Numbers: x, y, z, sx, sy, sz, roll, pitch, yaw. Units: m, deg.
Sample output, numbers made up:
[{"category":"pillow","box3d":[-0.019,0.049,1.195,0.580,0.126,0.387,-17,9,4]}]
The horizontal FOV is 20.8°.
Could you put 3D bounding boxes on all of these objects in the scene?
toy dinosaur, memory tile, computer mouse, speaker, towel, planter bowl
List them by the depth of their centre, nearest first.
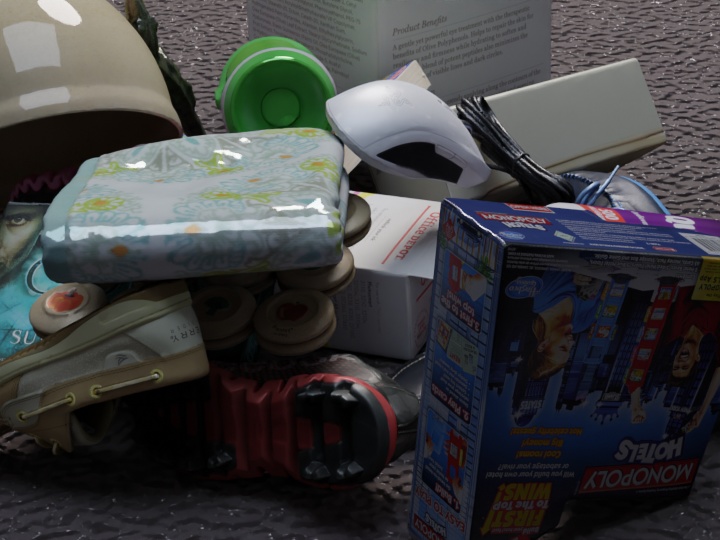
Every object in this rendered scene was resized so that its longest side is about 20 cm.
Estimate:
[{"category":"towel","box3d":[-0.093,-0.041,1.172,0.170,0.049,0.200,-6,17,3]},{"category":"memory tile","box3d":[-0.099,-0.005,1.227,0.198,0.017,0.154,2,39,16]},{"category":"computer mouse","box3d":[0.058,-0.090,1.298,0.199,0.044,0.110,8,39,-51]},{"category":"planter bowl","box3d":[-0.240,-0.140,1.419,0.199,0.136,0.200,-13,-12,-3]},{"category":"speaker","box3d":[-0.063,-0.129,1.460,0.088,0.089,0.200,-4,10,-4]},{"category":"toy dinosaur","box3d":[-0.155,-0.138,1.530,0.088,0.200,0.048,19,66,38]}]

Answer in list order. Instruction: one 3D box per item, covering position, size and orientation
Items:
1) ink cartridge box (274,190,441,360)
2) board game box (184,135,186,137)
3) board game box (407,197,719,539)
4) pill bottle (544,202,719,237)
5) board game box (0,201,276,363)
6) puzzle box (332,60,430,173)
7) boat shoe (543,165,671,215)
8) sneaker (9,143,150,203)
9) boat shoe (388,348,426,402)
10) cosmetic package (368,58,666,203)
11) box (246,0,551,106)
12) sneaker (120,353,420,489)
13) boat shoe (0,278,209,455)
[{"category":"ink cartridge box","box3d":[0.000,0.000,1.336,0.199,0.068,0.115,8,29,21]},{"category":"board game box","box3d":[-0.195,-0.091,1.570,0.157,0.039,0.200,6,28,17]},{"category":"board game box","box3d":[0.109,0.069,1.079,0.199,0.201,0.062,4,23,-36]},{"category":"pill bottle","box3d":[0.194,0.022,1.199,0.198,0.113,0.113,5,22,-20]},{"category":"board game box","box3d":[-0.156,0.017,1.278,0.198,0.028,0.136,2,56,16]},{"category":"puzzle box","box3d":[-0.033,-0.089,1.495,0.133,0.026,0.200,-27,12,31]},{"category":"boat shoe","box3d":[0.177,-0.022,1.345,0.068,0.085,0.200,4,18,-29]},{"category":"sneaker","box3d":[-0.182,-0.030,1.407,0.079,0.096,0.199,-5,-4,-44]},{"category":"boat shoe","box3d":[0.076,0.043,1.248,0.072,0.063,0.199,20,34,39]},{"category":"cosmetic package","box3d":[0.117,-0.092,1.468,0.199,0.074,0.103,-18,-5,-27]},{"category":"box","box3d":[0.031,-0.227,1.685,0.198,0.173,0.200,-20,31,-33]},{"category":"sneaker","box3d":[-0.048,0.086,1.166,0.199,0.071,0.098,3,7,34]},{"category":"boat shoe","box3d":[-0.171,0.072,1.150,0.199,0.067,0.074,-29,-4,32]}]
